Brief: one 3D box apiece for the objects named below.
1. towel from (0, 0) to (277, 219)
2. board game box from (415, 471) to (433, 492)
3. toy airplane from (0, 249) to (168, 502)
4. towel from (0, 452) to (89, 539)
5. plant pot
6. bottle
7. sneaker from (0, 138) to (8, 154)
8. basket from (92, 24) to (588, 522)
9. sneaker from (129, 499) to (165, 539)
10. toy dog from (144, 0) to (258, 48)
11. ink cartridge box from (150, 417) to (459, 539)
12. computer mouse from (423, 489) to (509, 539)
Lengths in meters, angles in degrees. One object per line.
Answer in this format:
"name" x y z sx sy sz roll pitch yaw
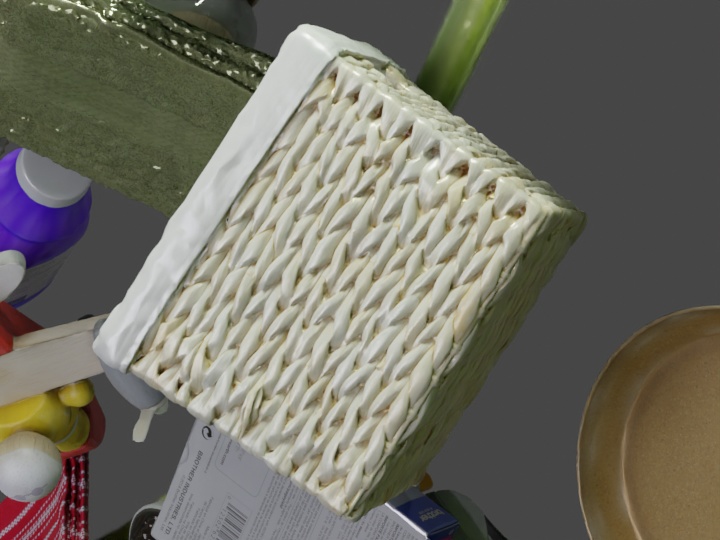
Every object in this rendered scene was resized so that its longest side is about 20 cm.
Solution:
"towel" -0.123 -0.096 1.175 0.199 0.037 0.149 23 140 -1
"board game box" -0.025 0.017 1.239 0.199 0.026 0.201 21 112 37
"toy airplane" -0.222 0.075 1.293 0.200 0.198 0.142 -43 52 48
"towel" -0.229 0.222 1.389 0.145 0.022 0.201 -47 33 32
"plant pot" 0.202 0.115 1.059 0.199 0.027 0.201 11 107 40
"bottle" -0.220 -0.031 1.325 0.065 0.083 0.200 57 152 6
"sneaker" -0.306 -0.054 1.427 0.075 0.090 0.201 29 117 33
"basket" 0.000 0.000 1.058 0.160 0.198 0.201 33 97 10
"sneaker" -0.043 0.185 1.256 0.199 0.085 0.073 24 106 31
"toy dog" -0.127 -0.135 1.252 0.199 0.132 0.096 15 149 47
"ink cartridge box" -0.024 0.156 1.167 0.200 0.042 0.120 36 115 28
"computer mouse" 0.050 0.166 1.170 0.200 0.044 0.110 43 122 13
